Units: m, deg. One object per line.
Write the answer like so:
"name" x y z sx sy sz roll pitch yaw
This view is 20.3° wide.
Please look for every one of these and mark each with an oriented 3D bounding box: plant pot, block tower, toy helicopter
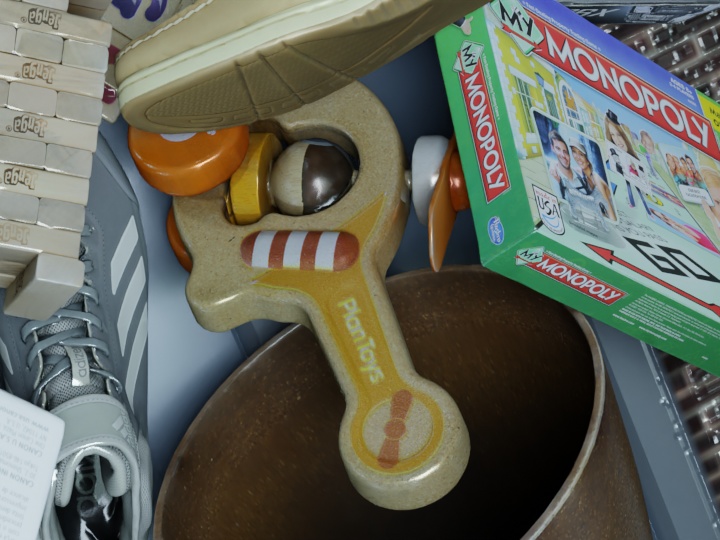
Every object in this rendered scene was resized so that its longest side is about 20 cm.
"plant pot" 0.045 0.134 0.805 0.187 0.187 0.201 -39 126 -10
"block tower" -0.123 -0.088 0.740 0.057 0.054 0.202 9 73 -19
"toy helicopter" 0.000 0.000 0.760 0.131 0.201 0.079 -21 145 -3

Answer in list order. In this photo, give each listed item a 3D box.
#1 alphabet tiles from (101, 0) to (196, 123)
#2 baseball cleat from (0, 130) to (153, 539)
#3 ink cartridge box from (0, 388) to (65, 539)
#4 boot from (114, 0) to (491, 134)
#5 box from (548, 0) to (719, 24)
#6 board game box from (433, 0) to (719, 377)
"alphabet tiles" -0.116 -0.164 0.798 0.199 0.006 0.167 31 77 -17
"baseball cleat" -0.107 0.030 0.777 0.069 0.106 0.202 -12 96 -10
"ink cartridge box" -0.192 0.113 0.651 0.162 0.050 0.201 30 64 -35
"boot" -0.022 -0.153 0.737 0.199 0.073 0.156 -28 77 8
"box" 0.049 -0.182 0.825 0.198 0.050 0.159 -3 88 -17
"board game box" 0.111 -0.032 0.799 0.199 0.029 0.135 23 45 -40
